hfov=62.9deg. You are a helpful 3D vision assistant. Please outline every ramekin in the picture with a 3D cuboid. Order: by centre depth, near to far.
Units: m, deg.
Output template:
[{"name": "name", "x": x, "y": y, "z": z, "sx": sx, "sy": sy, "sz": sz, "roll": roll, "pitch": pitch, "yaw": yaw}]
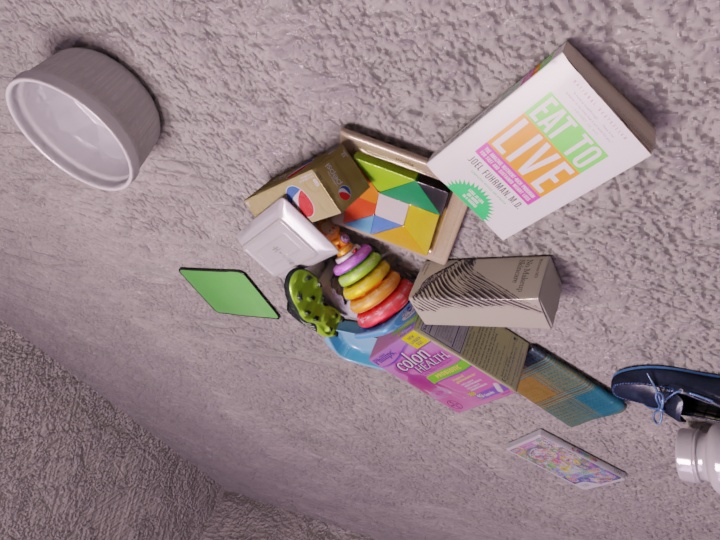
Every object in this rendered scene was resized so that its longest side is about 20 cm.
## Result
[{"name": "ramekin", "x": -0.392, "y": -0.224, "z": 0.860, "sx": 0.199, "sy": 0.105, "sz": 0.200, "roll": 18, "pitch": 146, "yaw": 13}]

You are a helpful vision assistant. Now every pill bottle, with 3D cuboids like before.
[{"name": "pill bottle", "x": 0.590, "y": 0.286, "z": 0.882, "sx": 0.200, "sy": 0.112, "sz": 0.112, "roll": -6, "pitch": 136, "yaw": 41}]

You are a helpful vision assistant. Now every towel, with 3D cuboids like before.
[{"name": "towel", "x": 0.338, "y": 0.203, "z": 1.030, "sx": 0.200, "sy": 0.022, "sz": 0.147, "roll": 33, "pitch": 146, "yaw": -7}]

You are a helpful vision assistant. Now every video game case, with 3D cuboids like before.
[{"name": "video game case", "x": 0.431, "y": 0.404, "z": 1.251, "sx": 0.200, "sy": 0.018, "sz": 0.143, "roll": 27, "pitch": 147, "yaw": -2}]

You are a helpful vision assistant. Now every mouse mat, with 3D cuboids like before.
[{"name": "mouse mat", "x": -0.282, "y": 0.050, "z": 1.265, "sx": 0.199, "sy": 0.008, "sz": 0.161, "roll": 2, "pitch": 140, "yaw": 32}]

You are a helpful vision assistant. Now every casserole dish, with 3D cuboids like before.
[{"name": "casserole dish", "x": 0.025, "y": 0.147, "z": 1.156, "sx": 0.199, "sy": 0.039, "sz": 0.121, "roll": 10, "pitch": 145, "yaw": 26}]

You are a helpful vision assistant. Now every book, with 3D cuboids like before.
[{"name": "book", "x": 0.183, "y": -0.128, "z": 0.631, "sx": 0.134, "sy": 0.048, "sz": 0.200, "roll": 41, "pitch": 140, "yaw": -11}]

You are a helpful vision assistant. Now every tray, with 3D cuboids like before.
[{"name": "tray", "x": -0.117, "y": -0.035, "z": 0.861, "sx": 0.107, "sy": 0.022, "sz": 0.200, "roll": 43, "pitch": 152, "yaw": -15}]

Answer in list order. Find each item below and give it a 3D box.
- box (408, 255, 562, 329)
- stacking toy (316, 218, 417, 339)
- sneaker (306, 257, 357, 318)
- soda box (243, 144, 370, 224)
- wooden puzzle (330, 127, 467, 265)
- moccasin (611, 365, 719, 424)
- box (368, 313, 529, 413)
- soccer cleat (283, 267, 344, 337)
[{"name": "box", "x": 0.176, "y": 0.032, "z": 0.843, "sx": 0.199, "sy": 0.082, "sz": 0.068, "roll": -3, "pitch": 136, "yaw": 37}, {"name": "stacking toy", "x": 0.000, "y": 0.000, "z": 0.918, "sx": 0.200, "sy": 0.116, "sz": 0.110, "roll": 54, "pitch": 147, "yaw": -10}, {"name": "sneaker", "x": -0.042, "y": 0.013, "z": 0.982, "sx": 0.115, "sy": 0.075, "sz": 0.200, "roll": 13, "pitch": 150, "yaw": 20}, {"name": "soda box", "x": -0.080, "y": -0.105, "z": 0.811, "sx": 0.200, "sy": 0.064, "sz": 0.068, "roll": -10, "pitch": 120, "yaw": 53}, {"name": "wooden puzzle", "x": 0.048, "y": -0.089, "z": 0.803, "sx": 0.184, "sy": 0.037, "sz": 0.200, "roll": 21, "pitch": 148, "yaw": 8}, {"name": "moccasin", "x": 0.470, "y": 0.186, "z": 0.864, "sx": 0.199, "sy": 0.068, "sz": 0.081, "roll": -4, "pitch": 137, "yaw": 39}, {"name": "box", "x": 0.146, "y": 0.139, "z": 1.002, "sx": 0.200, "sy": 0.097, "sz": 0.176, "roll": 32, "pitch": 148, "yaw": -8}, {"name": "soccer cleat", "x": -0.090, "y": 0.052, "z": 0.932, "sx": 0.081, "sy": 0.068, "sz": 0.200, "roll": 16, "pitch": 159, "yaw": 23}]
